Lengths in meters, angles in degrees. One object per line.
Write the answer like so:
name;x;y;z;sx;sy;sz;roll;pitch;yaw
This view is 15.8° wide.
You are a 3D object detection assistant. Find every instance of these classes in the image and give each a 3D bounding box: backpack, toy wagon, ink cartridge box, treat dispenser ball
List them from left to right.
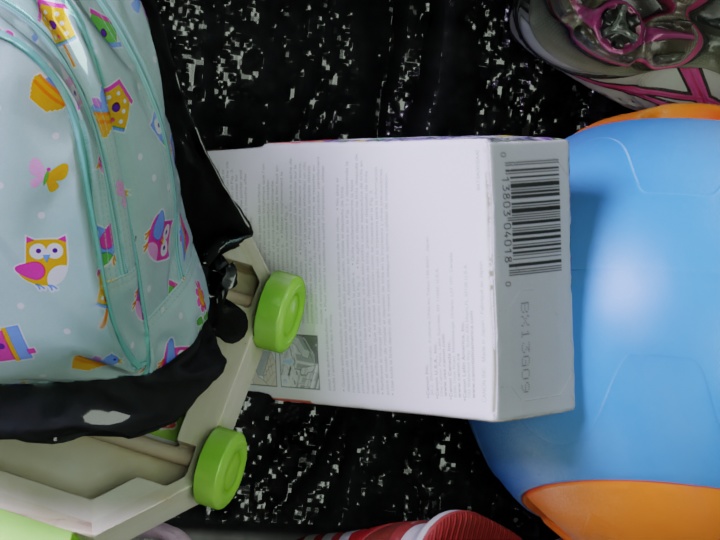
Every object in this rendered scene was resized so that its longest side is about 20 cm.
backpack;-0.132;-0.037;0.953;0.166;0.127;0.201;-2;118;7
toy wagon;-0.117;0.051;1.051;0.154;0.040;0.201;16;73;16
ink cartridge box;0.000;0.000;1.071;0.050;0.199;0.110;-5;95;-42
treat dispenser ball;0.139;0.029;1.106;0.200;0.201;0.202;-1;93;-20

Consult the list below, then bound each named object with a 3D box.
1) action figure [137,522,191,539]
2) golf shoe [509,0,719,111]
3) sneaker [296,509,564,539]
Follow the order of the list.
action figure;-0.142;0.218;1.084;0.149;0.133;0.201;-27;111;-53
golf shoe;0.163;-0.099;1.167;0.199;0.092;0.073;20;77;-15
sneaker;0.038;0.149;1.152;0.200;0.115;0.079;39;58;-48
